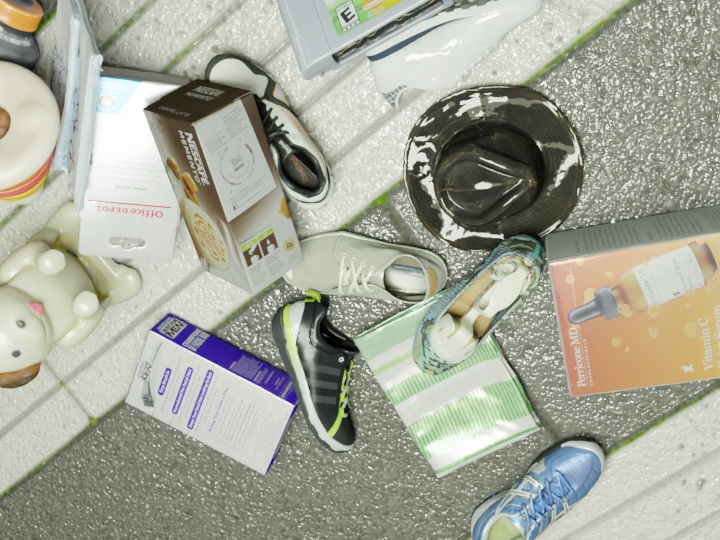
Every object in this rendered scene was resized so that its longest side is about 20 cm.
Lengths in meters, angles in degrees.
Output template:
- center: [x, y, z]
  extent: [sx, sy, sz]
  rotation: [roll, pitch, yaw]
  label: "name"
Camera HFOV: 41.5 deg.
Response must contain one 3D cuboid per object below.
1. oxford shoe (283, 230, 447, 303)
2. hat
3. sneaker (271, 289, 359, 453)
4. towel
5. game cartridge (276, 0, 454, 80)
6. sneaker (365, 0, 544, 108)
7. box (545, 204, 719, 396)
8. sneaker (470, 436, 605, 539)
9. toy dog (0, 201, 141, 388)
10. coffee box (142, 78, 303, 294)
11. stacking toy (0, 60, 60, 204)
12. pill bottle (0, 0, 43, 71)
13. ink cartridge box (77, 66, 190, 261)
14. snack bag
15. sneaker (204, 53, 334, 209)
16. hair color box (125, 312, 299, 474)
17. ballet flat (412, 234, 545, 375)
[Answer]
- center: [0.000, 0.000, 1.083]
  extent: [0.196, 0.058, 0.077]
  rotation: [6, 112, 12]
  label: "oxford shoe"
- center: [0.137, -0.100, 1.010]
  extent: [0.196, 0.081, 0.205]
  rotation: [3, 107, 11]
  label: "hat"
- center: [-0.035, 0.122, 1.118]
  extent: [0.081, 0.072, 0.203]
  rotation: [-20, 106, 13]
  label: "sneaker"
- center: [0.104, 0.131, 1.108]
  extent: [0.151, 0.023, 0.202]
  rotation: [-28, 103, 14]
  label: "towel"
- center: [0.007, -0.296, 0.968]
  extent: [0.197, 0.040, 0.135]
  rotation: [-26, 65, 14]
  label: "game cartridge"
- center: [0.102, -0.238, 0.987]
  extent: [0.197, 0.077, 0.081]
  rotation: [-17, 112, 23]
  label: "sneaker"
- center: [0.304, 0.031, 1.000]
  extent: [0.196, 0.106, 0.155]
  rotation: [-10, 105, 13]
  label: "box"
- center: [0.209, 0.275, 1.113]
  extent: [0.076, 0.077, 0.200]
  rotation: [43, 109, -2]
  label: "sneaker"
- center: [-0.380, 0.038, 1.091]
  extent: [0.191, 0.201, 0.141]
  rotation: [-20, 111, 21]
  label: "toy dog"
- center: [-0.145, -0.091, 1.021]
  extent: [0.113, 0.079, 0.203]
  rotation: [22, 136, 46]
  label: "coffee box"
- center: [-0.390, -0.123, 1.058]
  extent: [0.143, 0.200, 0.149]
  rotation: [1, 70, -4]
  label: "stacking toy"
- center: [-0.434, -0.227, 1.078]
  extent: [0.106, 0.106, 0.201]
  rotation: [35, 111, -1]
  label: "pill bottle"
- center: [-0.258, -0.120, 1.075]
  extent: [0.113, 0.067, 0.204]
  rotation: [4, 109, -15]
  label: "ink cartridge box"
- center: [-0.309, -0.187, 1.016]
  extent: [0.021, 0.201, 0.191]
  rotation: [0, 128, -26]
  label: "snack bag"
- center: [-0.095, -0.155, 1.036]
  extent: [0.074, 0.080, 0.201]
  rotation: [-41, 97, 0]
  label: "sneaker"
- center: [-0.176, 0.150, 1.161]
  extent: [0.197, 0.065, 0.111]
  rotation: [26, 113, 2]
  label: "hair color box"
- center: [0.124, 0.044, 1.033]
  extent: [0.074, 0.074, 0.201]
  rotation: [37, 108, -2]
  label: "ballet flat"
